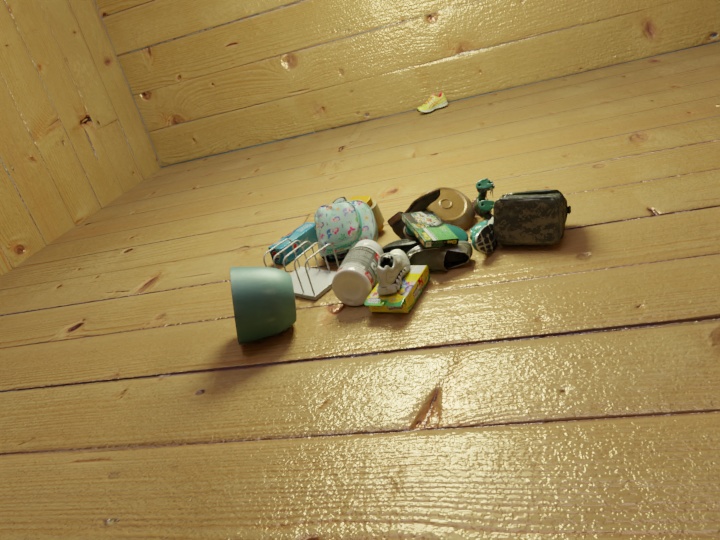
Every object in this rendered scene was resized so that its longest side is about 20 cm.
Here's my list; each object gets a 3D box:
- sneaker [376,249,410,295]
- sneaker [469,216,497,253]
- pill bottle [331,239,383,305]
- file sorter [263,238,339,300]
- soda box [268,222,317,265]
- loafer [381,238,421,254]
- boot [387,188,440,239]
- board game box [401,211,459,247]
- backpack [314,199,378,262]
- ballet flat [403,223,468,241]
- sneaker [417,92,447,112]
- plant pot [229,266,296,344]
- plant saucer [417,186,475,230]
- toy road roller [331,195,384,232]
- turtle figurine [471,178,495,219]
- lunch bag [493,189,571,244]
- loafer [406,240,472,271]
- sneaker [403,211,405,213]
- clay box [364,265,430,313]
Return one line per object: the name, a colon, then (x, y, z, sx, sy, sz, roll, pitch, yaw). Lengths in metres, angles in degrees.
sneaker: (0.084, -0.016, 1.494, 0.074, 0.082, 0.201, -9, 24, 18)
sneaker: (0.355, -0.099, 1.634, 0.078, 0.079, 0.200, -11, 15, 29)
pill bottle: (0.000, 0.000, 1.582, 0.112, 0.116, 0.201, -6, 28, 21)
file sorter: (-0.175, -0.011, 1.697, 0.197, 0.127, 0.138, 8, 35, 40)
soda box: (-0.225, -0.096, 1.966, 0.067, 0.065, 0.199, 8, 34, 40)
loafer: (0.145, -0.053, 1.649, 0.196, 0.073, 0.073, -8, 13, 26)
boot: (0.185, -0.167, 1.757, 0.199, 0.098, 0.074, -34, -9, 27)
board game box: (0.197, -0.122, 1.622, 0.103, 0.024, 0.201, -3, 29, -15)
backpack: (-0.045, -0.133, 1.798, 0.196, 0.181, 0.151, -9, -19, 3)
ballet flat: (0.226, -0.107, 1.702, 0.196, 0.067, 0.069, 11, 70, 2)
sneaker: (0.418, -0.996, 3.335, 0.197, 0.092, 0.078, -25, 28, -14)
plant pot: (-0.253, 0.083, 1.488, 0.158, 0.204, 0.201, -6, 24, -11)
plant saucer: (0.272, -0.203, 1.804, 0.196, 0.036, 0.203, 0, 55, 0)
toy road roller: (-0.031, -0.163, 1.928, 0.197, 0.124, 0.147, 1, 43, 39)
turtle figurine: (0.399, -0.205, 1.757, 0.099, 0.152, 0.200, -27, -18, 13)
lunch bag: (0.482, -0.155, 1.594, 0.197, 0.142, 0.167, 0, 14, 30)
loafer: (0.218, -0.037, 1.572, 0.196, 0.077, 0.070, -13, 21, 7)
sneaker: (0.204, -0.184, 1.881, 0.196, 0.080, 0.090, -11, 3, -14)
clay box: (0.098, 0.054, 1.493, 0.113, 0.048, 0.200, -1, 30, 30)
